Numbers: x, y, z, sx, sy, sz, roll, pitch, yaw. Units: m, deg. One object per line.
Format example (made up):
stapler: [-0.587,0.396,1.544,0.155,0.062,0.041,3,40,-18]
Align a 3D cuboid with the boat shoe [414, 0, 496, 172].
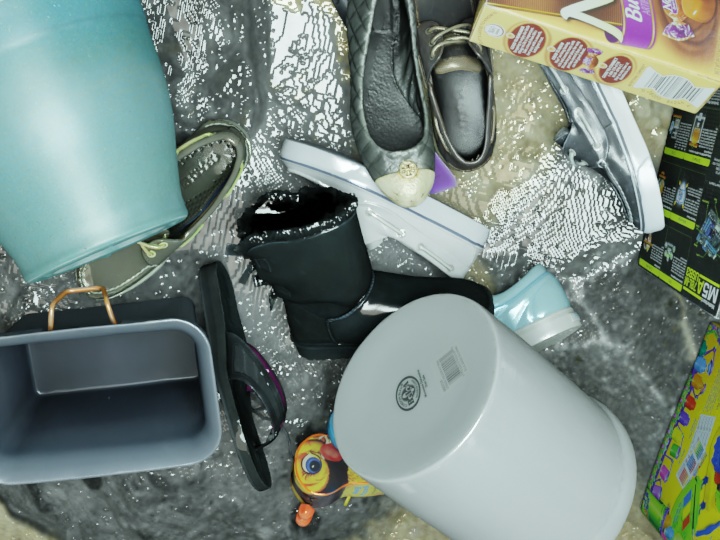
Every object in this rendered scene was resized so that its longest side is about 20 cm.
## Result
boat shoe: [0.083,-0.181,0.888,0.074,0.073,0.201,-15,103,-2]

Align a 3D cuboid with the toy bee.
toy bee: [-0.020,0.180,0.943,0.199,0.109,0.131,-1,147,14]

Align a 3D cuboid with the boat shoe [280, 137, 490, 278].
boat shoe: [0.015,-0.050,0.912,0.199,0.074,0.066,25,95,-8]

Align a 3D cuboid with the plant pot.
plant pot: [-0.226,-0.100,0.801,0.199,0.200,0.189,-24,94,1]

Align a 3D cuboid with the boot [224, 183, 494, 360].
boot: [0.001,-0.001,0.876,0.197,0.074,0.163,-7,134,16]

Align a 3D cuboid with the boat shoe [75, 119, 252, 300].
boat shoe: [-0.173,-0.049,0.902,0.202,0.060,0.072,-45,102,5]

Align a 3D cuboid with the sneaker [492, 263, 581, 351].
sneaker: [0.094,0.058,0.954,0.199,0.074,0.082,-25,73,6]

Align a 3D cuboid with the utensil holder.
utensil holder: [0.098,0.135,0.842,0.170,0.170,0.200,-47,126,6]

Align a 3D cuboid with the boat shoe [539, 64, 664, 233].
boat shoe: [0.201,-0.119,0.912,0.067,0.072,0.201,-23,97,7]

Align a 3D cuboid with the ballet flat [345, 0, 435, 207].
ballet flat: [0.022,-0.150,0.857,0.066,0.057,0.201,-9,86,-10]

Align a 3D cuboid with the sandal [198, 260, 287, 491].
sandal: [-0.095,0.085,0.897,0.048,0.075,0.202,-15,76,5]

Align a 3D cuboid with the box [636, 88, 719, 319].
box: [0.296,-0.073,0.865,0.047,0.200,0.194,7,101,-4]

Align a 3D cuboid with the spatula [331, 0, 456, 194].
spatula: [0.022,-0.155,0.909,0.020,0.056,0.201,-29,97,-32]

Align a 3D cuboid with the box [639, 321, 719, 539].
box: [0.364,0.177,0.929,0.121,0.193,0.201,16,101,-8]

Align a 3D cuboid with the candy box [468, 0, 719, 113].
candy box: [0.198,-0.215,0.854,0.199,0.057,0.117,16,67,-2]

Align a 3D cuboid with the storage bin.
storage bin: [-0.219,0.078,0.887,0.199,0.134,0.146,-6,107,-4]
